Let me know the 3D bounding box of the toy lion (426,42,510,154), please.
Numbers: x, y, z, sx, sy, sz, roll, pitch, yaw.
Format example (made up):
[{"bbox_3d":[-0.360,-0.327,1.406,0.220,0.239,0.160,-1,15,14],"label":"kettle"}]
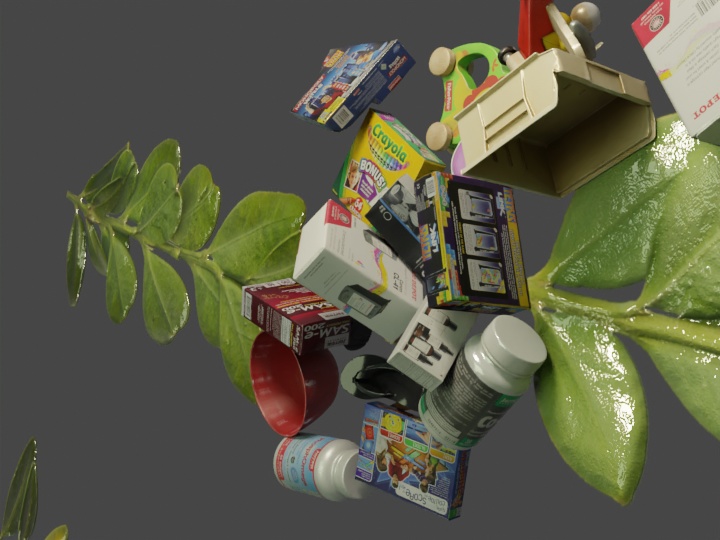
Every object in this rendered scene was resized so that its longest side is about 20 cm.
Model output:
[{"bbox_3d":[0.197,-0.265,1.671,0.192,0.069,0.200,-3,83,45],"label":"toy lion"}]

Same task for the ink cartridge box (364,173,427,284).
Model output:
[{"bbox_3d":[0.106,-0.049,1.680,0.200,0.039,0.099,46,127,4],"label":"ink cartridge box"}]

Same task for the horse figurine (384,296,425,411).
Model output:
[{"bbox_3d":[0.087,0.145,1.751,0.132,0.050,0.200,-10,75,57],"label":"horse figurine"}]

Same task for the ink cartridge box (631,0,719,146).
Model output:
[{"bbox_3d":[0.450,-0.277,1.315,0.148,0.086,0.200,-43,54,39],"label":"ink cartridge box"}]

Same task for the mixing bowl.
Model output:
[{"bbox_3d":[-0.109,0.197,1.933,0.200,0.108,0.200,21,115,53],"label":"mixing bowl"}]

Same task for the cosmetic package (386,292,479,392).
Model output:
[{"bbox_3d":[0.125,0.079,1.588,0.200,0.083,0.051,-58,5,-33],"label":"cosmetic package"}]

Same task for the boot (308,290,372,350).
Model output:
[{"bbox_3d":[-0.022,0.021,1.890,0.168,0.076,0.200,50,129,40],"label":"boot"}]

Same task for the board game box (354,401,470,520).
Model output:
[{"bbox_3d":[0.082,0.304,1.696,0.200,0.034,0.136,16,102,39],"label":"board game box"}]

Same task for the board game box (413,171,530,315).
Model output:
[{"bbox_3d":[0.167,-0.038,1.579,0.057,0.165,0.200,-23,66,47],"label":"board game box"}]

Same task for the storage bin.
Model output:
[{"bbox_3d":[0.268,-0.199,1.447,0.199,0.200,0.094,-34,56,45],"label":"storage bin"}]

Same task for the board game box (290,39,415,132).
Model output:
[{"bbox_3d":[-0.027,-0.338,1.918,0.200,0.062,0.200,-49,31,-6],"label":"board game box"}]

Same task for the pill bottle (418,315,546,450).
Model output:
[{"bbox_3d":[0.182,0.167,1.569,0.200,0.113,0.113,-55,45,33],"label":"pill bottle"}]

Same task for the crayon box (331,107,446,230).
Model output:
[{"bbox_3d":[0.045,-0.163,1.849,0.200,0.058,0.173,50,122,44],"label":"crayon box"}]

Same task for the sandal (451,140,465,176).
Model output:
[{"bbox_3d":[0.206,-0.206,1.594,0.203,0.050,0.083,-39,66,30],"label":"sandal"}]

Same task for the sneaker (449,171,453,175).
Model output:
[{"bbox_3d":[0.127,-0.100,1.710,0.200,0.085,0.078,-50,48,35],"label":"sneaker"}]

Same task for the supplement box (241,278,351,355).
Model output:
[{"bbox_3d":[-0.117,0.079,1.875,0.200,0.109,0.061,28,121,47],"label":"supplement box"}]

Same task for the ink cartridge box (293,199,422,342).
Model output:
[{"bbox_3d":[0.000,0.000,1.687,0.086,0.200,0.148,-47,22,28],"label":"ink cartridge box"}]

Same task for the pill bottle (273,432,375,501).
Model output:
[{"bbox_3d":[-0.058,0.348,1.857,0.200,0.109,0.109,-3,82,52],"label":"pill bottle"}]

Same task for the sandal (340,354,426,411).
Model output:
[{"bbox_3d":[0.039,0.181,1.722,0.200,0.043,0.076,6,85,44],"label":"sandal"}]

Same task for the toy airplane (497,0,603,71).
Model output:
[{"bbox_3d":[0.278,-0.369,1.512,0.199,0.141,0.200,161,99,-84],"label":"toy airplane"}]
